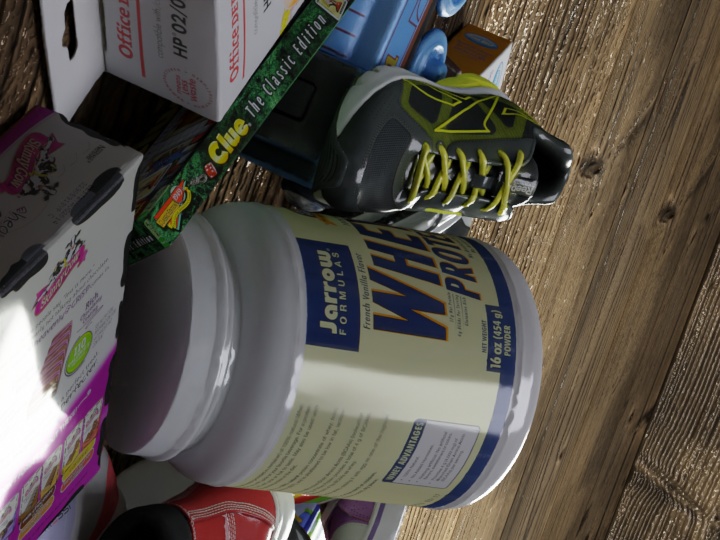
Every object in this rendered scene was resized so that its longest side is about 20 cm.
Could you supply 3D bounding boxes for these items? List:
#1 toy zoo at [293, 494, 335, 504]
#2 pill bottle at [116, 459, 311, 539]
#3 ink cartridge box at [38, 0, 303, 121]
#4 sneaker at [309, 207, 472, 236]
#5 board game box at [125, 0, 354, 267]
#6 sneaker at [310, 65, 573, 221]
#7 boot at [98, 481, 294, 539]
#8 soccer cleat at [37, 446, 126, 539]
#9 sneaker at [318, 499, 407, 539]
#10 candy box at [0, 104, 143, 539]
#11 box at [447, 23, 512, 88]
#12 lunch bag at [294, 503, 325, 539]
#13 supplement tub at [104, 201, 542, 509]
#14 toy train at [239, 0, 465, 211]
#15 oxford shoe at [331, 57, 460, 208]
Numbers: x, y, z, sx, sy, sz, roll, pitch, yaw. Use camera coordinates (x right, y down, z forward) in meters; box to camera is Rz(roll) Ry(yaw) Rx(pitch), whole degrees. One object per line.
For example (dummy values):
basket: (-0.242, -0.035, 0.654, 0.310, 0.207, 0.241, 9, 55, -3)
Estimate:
toy zoo: (-0.059, 0.070, 1.514, 0.200, 0.020, 0.132, 17, 54, -76)
pill bottle: (-0.090, 0.174, 1.547, 0.114, 0.114, 0.200, -63, 166, -9)
ink cartridge box: (-0.065, -0.153, 1.203, 0.200, 0.068, 0.115, -57, 163, -30)
sneaker: (0.000, 0.000, 1.498, 0.200, 0.074, 0.080, -31, 143, -36)
board game box: (-0.076, -0.071, 1.274, 0.105, 0.023, 0.200, -26, -156, 50)
sneaker: (0.049, -0.064, 1.408, 0.200, 0.084, 0.075, -18, 131, -57)
boot: (-0.112, 0.201, 1.361, 0.144, 0.072, 0.201, -21, 131, -61)
soccer cleat: (-0.185, 0.150, 1.293, 0.200, 0.068, 0.073, -51, 141, -42)
sneaker: (-0.025, 0.108, 1.652, 0.073, 0.114, 0.201, 121, -18, -50)
candy box: (-0.165, 0.046, 1.177, 0.136, 0.061, 0.201, -49, 159, -47)
box: (0.046, -0.082, 1.776, 0.200, 0.041, 0.119, -44, 154, -51)
lunch bag: (-0.062, 0.200, 1.754, 0.161, 0.082, 0.200, -59, 164, -22)
supplement tub: (-0.024, 0.043, 1.345, 0.199, 0.145, 0.146, 9, 112, -29)
toy train: (-0.001, -0.130, 1.444, 0.201, 0.086, 0.114, -66, 160, 0)
oxford shoe: (0.010, -0.052, 1.596, 0.071, 0.073, 0.201, -49, 158, -49)
